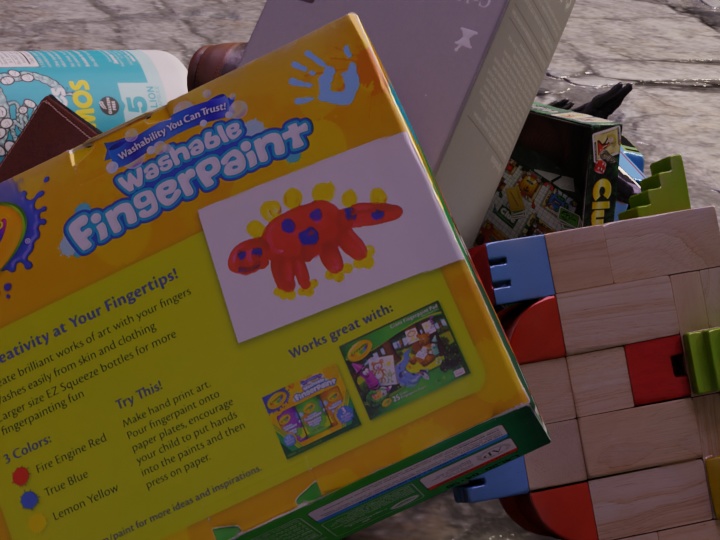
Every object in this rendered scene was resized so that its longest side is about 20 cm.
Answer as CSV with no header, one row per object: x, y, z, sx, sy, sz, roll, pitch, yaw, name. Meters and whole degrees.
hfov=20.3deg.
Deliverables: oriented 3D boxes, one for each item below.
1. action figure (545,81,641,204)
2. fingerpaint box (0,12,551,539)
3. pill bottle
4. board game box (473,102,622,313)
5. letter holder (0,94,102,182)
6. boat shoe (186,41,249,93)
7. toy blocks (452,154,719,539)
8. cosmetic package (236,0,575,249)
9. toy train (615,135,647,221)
0.136,0.007,0.943,0.119,0.102,0.201,-8,65,-46,action figure
-0.054,0.026,0.752,0.199,0.167,0.073,-26,-20,4,fingerpaint box
-0.200,-0.073,1.178,0.199,0.111,0.111,-4,22,-26,pill bottle
0.051,-0.034,0.955,0.023,0.105,0.200,-7,17,-31,board game box
-0.130,0.016,0.987,0.100,0.142,0.200,35,-1,-28,letter holder
-0.050,-0.063,1.004,0.067,0.072,0.200,18,-18,5,boat shoe
0.088,0.060,0.829,0.136,0.201,0.100,-9,-3,-12,toy blocks
0.003,-0.057,0.844,0.106,0.201,0.090,18,-12,21,cosmetic package
0.127,-0.043,1.244,0.114,0.087,0.200,8,19,-14,toy train
